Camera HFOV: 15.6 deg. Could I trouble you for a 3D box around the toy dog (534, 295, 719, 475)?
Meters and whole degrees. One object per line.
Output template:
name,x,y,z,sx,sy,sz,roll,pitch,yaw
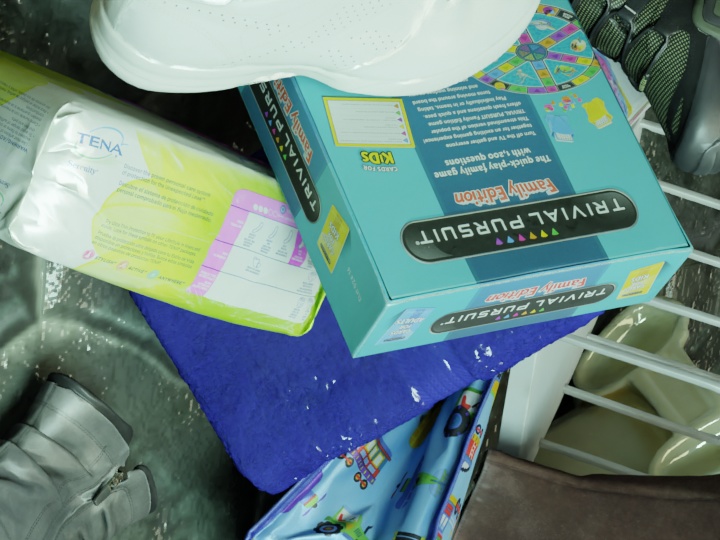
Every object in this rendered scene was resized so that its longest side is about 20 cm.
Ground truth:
toy dog,0.191,0.151,1.584,0.194,0.140,0.200,-43,137,-6

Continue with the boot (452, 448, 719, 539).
boot,0.139,0.127,1.322,0.200,0.166,0.072,113,-1,-49

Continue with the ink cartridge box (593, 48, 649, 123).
ink cartridge box,0.088,-0.083,1.333,0.200,0.085,0.145,-45,177,-24

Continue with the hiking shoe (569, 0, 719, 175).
hiking shoe,0.115,-0.128,1.244,0.100,0.200,0.076,-11,154,-13

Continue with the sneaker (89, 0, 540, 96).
sneaker,-0.004,-0.119,1.054,0.199,0.075,0.089,-11,156,-27

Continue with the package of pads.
package of pads,-0.114,-0.040,1.123,0.200,0.154,0.068,19,96,-50

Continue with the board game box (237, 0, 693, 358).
board game box,0.032,-0.070,1.125,0.151,0.200,0.047,-10,153,-28

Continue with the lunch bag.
lunch bag,0.027,0.100,1.367,0.200,0.094,0.151,-57,172,-18

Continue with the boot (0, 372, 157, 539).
boot,-0.173,0.095,1.209,0.132,0.070,0.200,-53,151,-19

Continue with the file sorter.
file sorter,0.163,0.034,1.422,0.200,0.124,0.139,-61,164,-46

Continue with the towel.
towel,0.000,0.000,1.230,0.200,0.148,0.050,-30,-179,19
